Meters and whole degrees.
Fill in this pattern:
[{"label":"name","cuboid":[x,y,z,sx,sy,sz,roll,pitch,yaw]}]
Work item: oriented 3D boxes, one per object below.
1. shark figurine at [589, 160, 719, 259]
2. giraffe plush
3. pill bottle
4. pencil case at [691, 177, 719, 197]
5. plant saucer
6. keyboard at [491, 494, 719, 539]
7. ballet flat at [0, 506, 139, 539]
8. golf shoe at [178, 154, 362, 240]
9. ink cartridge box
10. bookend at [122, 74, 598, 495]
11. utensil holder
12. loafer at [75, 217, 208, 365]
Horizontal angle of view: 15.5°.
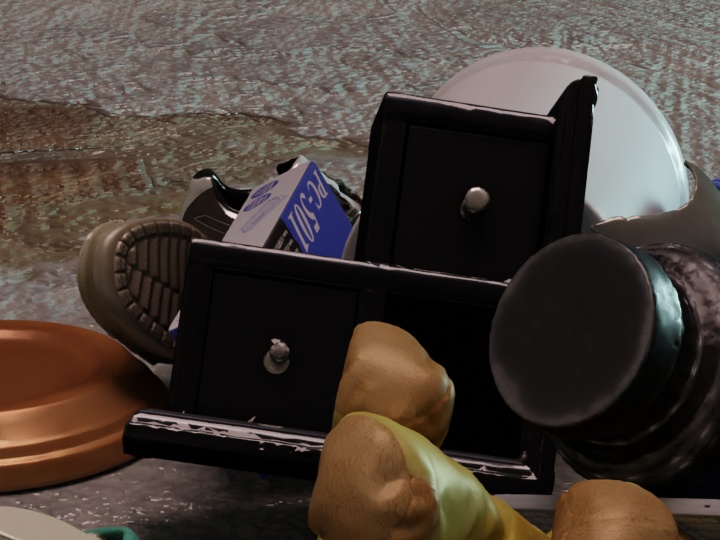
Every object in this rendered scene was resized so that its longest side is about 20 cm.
[{"label":"shark figurine","cuboid":[0.179,0.051,1.314,0.089,0.215,0.128,-38,59,-10]},{"label":"giraffe plush","cuboid":[0.059,0.129,1.045,0.161,0.173,0.200,11,-18,3]},{"label":"pill bottle","cuboid":[0.148,0.053,1.168,0.112,0.112,0.200,16,-6,44]},{"label":"pencil case","cuboid":[0.269,-0.002,1.431,0.199,0.078,0.087,8,-25,-11]},{"label":"plant saucer","cuboid":[-0.200,0.066,1.407,0.199,0.038,0.200,-1,17,0]},{"label":"keyboard","cuboid":[0.128,0.113,1.146,0.056,0.011,0.200,35,-22,-29]},{"label":"ballet flat","cuboid":[-0.183,0.132,1.128,0.199,0.071,0.067,-2,17,-2]},{"label":"golf shoe","cuboid":[-0.013,-0.022,1.591,0.199,0.095,0.078,-2,16,-8]},{"label":"ink cartridge box","cuboid":[-0.039,0.022,1.402,0.044,0.094,0.200,-26,15,19]},{"label":"bookend","cuboid":[0.000,0.000,1.256,0.198,0.201,0.092,9,-10,-4]},{"label":"utensil holder","cuboid":[0.086,-0.015,1.438,0.169,0.171,0.200,3,19,12]},{"label":"loafer","cuboid":[-0.103,0.019,1.438,0.068,0.076,0.200,-3,-13,25]}]
